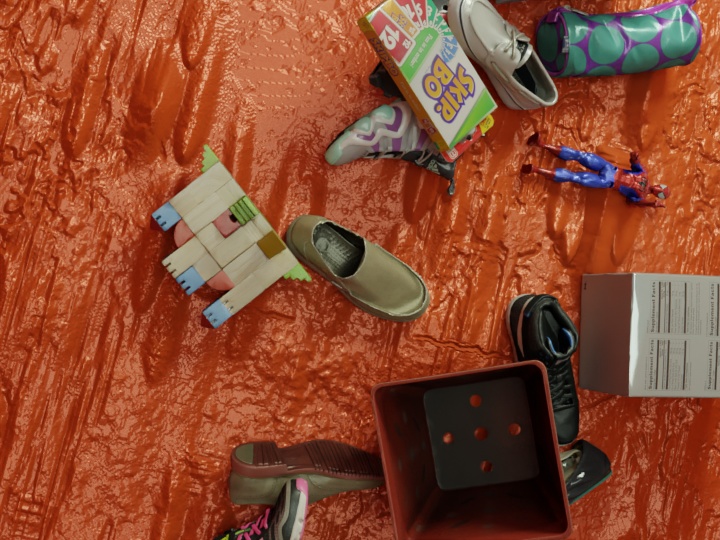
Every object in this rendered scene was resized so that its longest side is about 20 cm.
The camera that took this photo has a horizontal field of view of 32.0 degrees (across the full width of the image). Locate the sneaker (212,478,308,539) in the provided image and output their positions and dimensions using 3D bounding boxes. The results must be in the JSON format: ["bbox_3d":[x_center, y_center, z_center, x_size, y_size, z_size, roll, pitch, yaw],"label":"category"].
[{"bbox_3d":[-0.126,0.321,1.465,0.087,0.074,0.200,25,110,-7],"label":"sneaker"}]

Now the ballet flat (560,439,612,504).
[{"bbox_3d":[0.230,0.284,1.579,0.200,0.073,0.073,-39,98,-18],"label":"ballet flat"}]

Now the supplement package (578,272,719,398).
[{"bbox_3d":[0.397,0.081,1.581,0.199,0.152,0.151,2,89,-14],"label":"supplement package"}]

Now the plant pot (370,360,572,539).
[{"bbox_3d":[0.137,0.207,1.482,0.199,0.176,0.201,-9,91,11],"label":"plant pot"}]

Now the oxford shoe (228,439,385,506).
[{"bbox_3d":[-0.064,0.251,1.517,0.199,0.070,0.075,6,113,-15],"label":"oxford shoe"}]

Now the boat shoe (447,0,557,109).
[{"bbox_3d":[0.178,-0.266,1.534,0.200,0.066,0.072,51,61,-38],"label":"boat shoe"}]

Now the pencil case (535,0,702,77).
[{"bbox_3d":[0.331,-0.298,1.608,0.199,0.085,0.093,-7,117,-15],"label":"pencil case"}]

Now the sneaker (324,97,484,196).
[{"bbox_3d":[0.066,-0.145,1.542,0.200,0.078,0.140,-32,96,-12],"label":"sneaker"}]

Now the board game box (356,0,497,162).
[{"bbox_3d":[0.084,-0.232,1.471,0.096,0.030,0.200,-43,109,-29],"label":"board game box"}]

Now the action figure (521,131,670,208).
[{"bbox_3d":[0.316,-0.124,1.598,0.199,0.099,0.065,14,86,-16],"label":"action figure"}]

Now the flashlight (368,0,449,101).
[{"bbox_3d":[0.091,-0.289,1.530,0.068,0.068,0.200,39,60,-13],"label":"flashlight"}]

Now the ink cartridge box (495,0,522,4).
[{"bbox_3d":[0.277,-0.392,1.546,0.199,0.145,0.084,-14,93,-27],"label":"ink cartridge box"}]

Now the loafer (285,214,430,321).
[{"bbox_3d":[0.000,0.000,1.527,0.200,0.068,0.076,30,82,-12],"label":"loafer"}]

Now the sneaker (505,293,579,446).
[{"bbox_3d":[0.237,0.128,1.561,0.073,0.112,0.201,-18,93,-13],"label":"sneaker"}]

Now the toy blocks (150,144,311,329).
[{"bbox_3d":[-0.173,-0.028,1.481,0.137,0.100,0.200,-38,98,-1],"label":"toy blocks"}]
